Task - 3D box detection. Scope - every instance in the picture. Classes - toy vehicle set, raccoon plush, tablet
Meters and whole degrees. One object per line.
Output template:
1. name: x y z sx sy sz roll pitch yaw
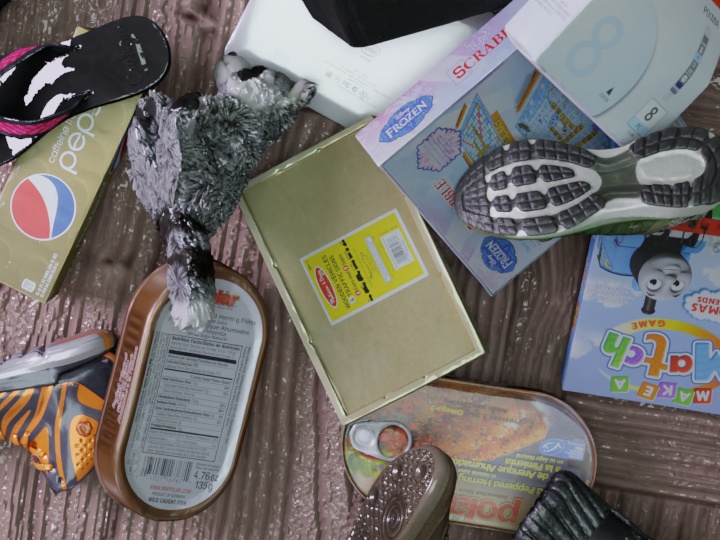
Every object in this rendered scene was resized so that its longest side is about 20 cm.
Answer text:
1. toy vehicle set: 0.000 0.000 1.562 0.123 0.027 0.201 -26 85 10
2. raccoon plush: -0.095 -0.061 1.529 0.133 0.096 0.202 -7 98 -32
3. tablet: 0.010 -0.172 1.575 0.199 0.014 0.131 28 95 -4

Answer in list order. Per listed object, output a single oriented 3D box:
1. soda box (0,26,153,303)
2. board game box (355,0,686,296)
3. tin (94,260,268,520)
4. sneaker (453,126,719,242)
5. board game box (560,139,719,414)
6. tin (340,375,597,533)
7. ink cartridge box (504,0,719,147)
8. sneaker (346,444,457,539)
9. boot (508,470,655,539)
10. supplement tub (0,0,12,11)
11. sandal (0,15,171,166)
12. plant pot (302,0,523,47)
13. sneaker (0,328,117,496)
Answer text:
1. soda box: -0.221 -0.081 1.558 0.067 0.064 0.201 25 95 -1
2. board game box: 0.123 -0.101 1.507 0.199 0.041 0.200 -40 139 3
3. tin: -0.133 0.091 1.563 0.111 0.042 0.202 11 96 -37
4. sneaker: 0.167 -0.045 1.468 0.198 0.089 0.078 -4 65 7
5. board game box: 0.243 0.008 1.553 0.150 0.037 0.202 9 117 -1
6. tin: 0.083 0.140 1.598 0.198 0.042 0.113 10 92 -1
7. ink cartridge box: 0.214 -0.190 1.422 0.200 0.047 0.160 -45 139 10
8. sneaker: 0.036 0.212 1.572 0.075 0.071 0.201 14 127 -25
9. boot: 0.158 0.271 1.530 0.157 0.079 0.212 31 67 -1
10. supplement tub: -0.307 -0.234 1.511 0.200 0.123 0.123 -41 95 4
11. sandal: -0.234 -0.132 1.499 0.199 0.045 0.076 -23 88 9
12. plant pot: 0.024 -0.270 1.469 0.198 0.200 0.179 -17 110 -11
13. sneaker: -0.268 0.125 1.573 0.198 0.078 0.113 -17 95 2
